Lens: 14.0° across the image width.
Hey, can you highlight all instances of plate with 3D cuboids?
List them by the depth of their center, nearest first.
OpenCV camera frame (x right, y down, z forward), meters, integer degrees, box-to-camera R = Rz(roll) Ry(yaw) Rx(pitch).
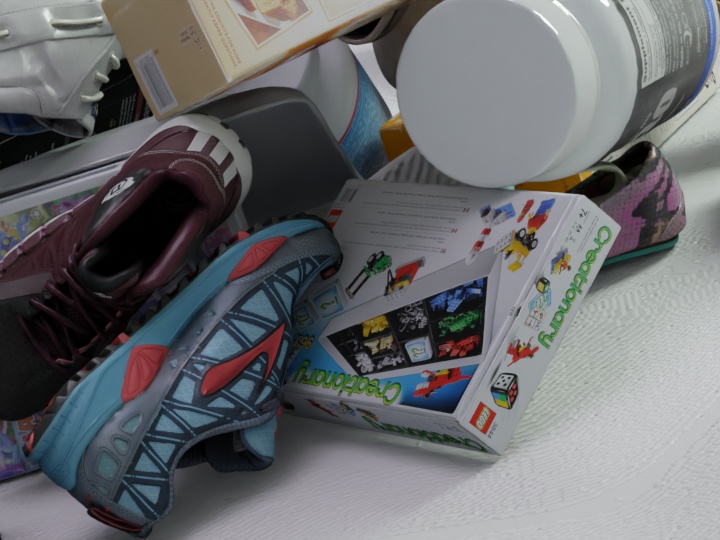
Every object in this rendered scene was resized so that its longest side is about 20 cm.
[{"bbox_3d":[-0.099,-0.041,1.600,0.199,0.032,0.200,-17,-22,9],"label":"plate"}]

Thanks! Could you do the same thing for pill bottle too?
[{"bbox_3d":[0.100,-0.108,1.481,0.113,0.114,0.200,-11,9,28],"label":"pill bottle"},{"bbox_3d":[-0.046,-0.094,1.701,0.108,0.109,0.200,-17,-18,7],"label":"pill bottle"}]

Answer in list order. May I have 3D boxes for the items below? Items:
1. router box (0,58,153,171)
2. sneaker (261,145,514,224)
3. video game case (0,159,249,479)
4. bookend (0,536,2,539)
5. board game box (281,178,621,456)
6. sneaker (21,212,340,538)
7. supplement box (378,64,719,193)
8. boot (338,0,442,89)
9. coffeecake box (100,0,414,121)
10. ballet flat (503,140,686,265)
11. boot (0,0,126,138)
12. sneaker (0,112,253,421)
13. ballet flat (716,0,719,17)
[{"bbox_3d":[-0.196,-0.041,1.645,0.150,0.200,0.062,-30,62,-34],"label":"router box"},{"bbox_3d":[0.000,0.000,1.612,0.199,0.074,0.082,-26,-26,14],"label":"sneaker"},{"bbox_3d":[-0.146,0.025,1.528,0.199,0.144,0.018,-16,16,11],"label":"video game case"},{"bbox_3d":[-0.267,0.148,1.368,0.198,0.092,0.200,-23,18,-7],"label":"bookend"},{"bbox_3d":[0.029,0.018,1.438,0.200,0.035,0.127,7,64,56],"label":"board game box"},{"bbox_3d":[-0.071,0.055,1.437,0.200,0.096,0.079,-43,-2,-27],"label":"sneaker"},{"bbox_3d":[0.115,-0.098,1.743,0.126,0.074,0.200,-8,20,33],"label":"supplement box"},{"bbox_3d":[0.019,-0.163,1.662,0.070,0.201,0.146,14,33,13],"label":"boot"},{"bbox_3d":[-0.014,-0.156,1.468,0.199,0.073,0.153,-27,3,-17],"label":"coffeecake box"},{"bbox_3d":[0.075,-0.016,1.534,0.199,0.071,0.069,-23,19,-9],"label":"ballet flat"},{"bbox_3d":[-0.151,-0.115,1.550,0.199,0.096,0.073,-6,-11,-31],"label":"boot"},{"bbox_3d":[-0.140,0.007,1.450,0.200,0.076,0.116,-48,5,16],"label":"sneaker"},{"bbox_3d":[0.219,-0.156,1.685,0.200,0.063,0.069,27,29,28],"label":"ballet flat"}]
